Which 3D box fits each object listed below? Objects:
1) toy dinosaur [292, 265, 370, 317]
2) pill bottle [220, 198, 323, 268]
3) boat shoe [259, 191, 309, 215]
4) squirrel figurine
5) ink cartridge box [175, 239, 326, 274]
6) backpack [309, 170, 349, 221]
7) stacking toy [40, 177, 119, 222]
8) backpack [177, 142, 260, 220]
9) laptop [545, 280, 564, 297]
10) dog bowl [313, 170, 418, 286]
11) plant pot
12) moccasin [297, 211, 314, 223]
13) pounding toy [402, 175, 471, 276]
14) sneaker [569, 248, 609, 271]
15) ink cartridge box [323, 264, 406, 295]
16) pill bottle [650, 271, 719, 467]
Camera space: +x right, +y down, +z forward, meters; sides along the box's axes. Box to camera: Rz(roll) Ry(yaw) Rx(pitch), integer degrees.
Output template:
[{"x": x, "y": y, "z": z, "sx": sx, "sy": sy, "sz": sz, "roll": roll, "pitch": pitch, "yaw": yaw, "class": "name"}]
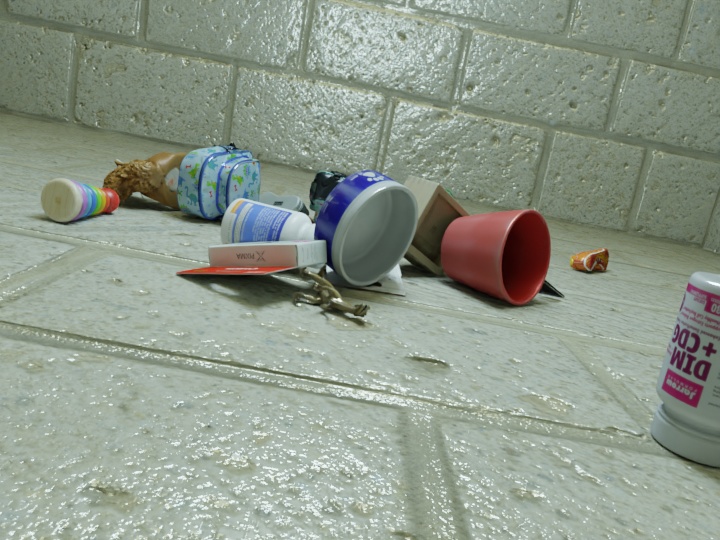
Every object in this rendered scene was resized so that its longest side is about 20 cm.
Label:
[{"x": -0.060, "y": 0.037, "z": 1.000, "sx": 0.100, "sy": 0.059, "sz": 0.200, "roll": 22, "pitch": 9, "yaw": -33, "class": "toy dinosaur"}, {"x": -0.161, "y": -0.066, "z": 1.179, "sx": 0.197, "sy": 0.114, "sz": 0.112, "roll": 16, "pitch": 14, "yaw": 18, "class": "pill bottle"}, {"x": -0.224, "y": -0.171, "z": 1.695, "sx": 0.198, "sy": 0.071, "sz": 0.064, "roll": 12, "pitch": -22, "yaw": 43, "class": "boat shoe"}, {"x": -0.556, "y": -0.232, "z": 1.513, "sx": 0.184, "sy": 0.144, "sz": 0.200, "roll": 9, "pitch": 9, "yaw": 21, "class": "squirrel figurine"}, {"x": -0.184, "y": -0.024, "z": 1.028, "sx": 0.197, "sy": 0.044, "sz": 0.173, "roll": 0, "pitch": 5, "yaw": 30, "class": "ink cartridge box"}, {"x": -0.059, "y": -0.191, "z": 1.686, "sx": 0.173, "sy": 0.156, "sz": 0.200, "roll": 7, "pitch": 5, "yaw": -11, "class": "backpack"}, {"x": -0.574, "y": -0.145, "z": 1.274, "sx": 0.084, "sy": 0.087, "sz": 0.200, "roll": 12, "pitch": 6, "yaw": 6, "class": "stacking toy"}, {"x": -0.344, "y": -0.214, "z": 1.495, "sx": 0.145, "sy": 0.186, "sz": 0.199, "roll": 16, "pitch": 19, "yaw": 26, "class": "backpack"}, {"x": 0.367, "y": 0.019, "z": 1.488, "sx": 0.197, "sy": 0.105, "sz": 0.177, "roll": -15, "pitch": 13, "yaw": 2, "class": "laptop"}, {"x": 0.012, "y": -0.078, "z": 1.114, "sx": 0.199, "sy": 0.202, "sz": 0.079, "roll": -4, "pitch": 31, "yaw": -47, "class": "dog bowl"}, {"x": 0.281, "y": -0.036, "z": 1.297, "sx": 0.199, "sy": 0.204, "sz": 0.176, "roll": -2, "pitch": 8, "yaw": -44, "class": "plant pot"}, {"x": -0.181, "y": -0.097, "z": 1.384, "sx": 0.200, "sy": 0.075, "sz": 0.077, "roll": 1, "pitch": 25, "yaw": -47, "class": "moccasin"}, {"x": 0.152, "y": -0.118, "z": 1.390, "sx": 0.184, "sy": 0.202, "sz": 0.142, "roll": 35, "pitch": -6, "yaw": -42, "class": "pounding toy"}, {"x": 0.717, "y": -0.036, "z": 1.885, "sx": 0.077, "sy": 0.074, "sz": 0.198, "roll": 10, "pitch": 6, "yaw": 44, "class": "sneaker"}, {"x": 0.000, "y": 0.000, "z": 1.228, "sx": 0.158, "sy": 0.051, "sz": 0.201, "roll": 9, "pitch": 32, "yaw": -11, "class": "ink cartridge box"}, {"x": 0.415, "y": 0.113, "z": 0.703, "sx": 0.112, "sy": 0.203, "sz": 0.113, "roll": 10, "pitch": 13, "yaw": -2, "class": "pill bottle"}]
